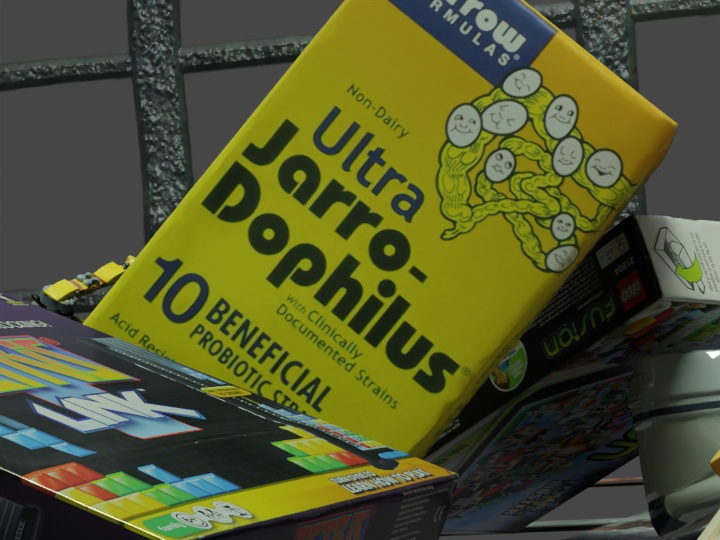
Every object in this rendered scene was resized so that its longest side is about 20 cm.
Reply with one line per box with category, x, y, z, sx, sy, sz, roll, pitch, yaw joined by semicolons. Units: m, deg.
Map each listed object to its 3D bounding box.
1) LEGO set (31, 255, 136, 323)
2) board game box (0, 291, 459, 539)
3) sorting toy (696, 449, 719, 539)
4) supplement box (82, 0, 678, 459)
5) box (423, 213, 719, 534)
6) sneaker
LEGO set;-0.043;0.034;1.188;0.200;0.116;0.154;8;28;-45
board game box;-0.085;0.056;0.762;0.165;0.057;0.200;22;8;18
sorting toy;0.164;0.007;0.760;0.200;0.036;0.185;-43;-3;27
supplement box;0.000;0.000;0.938;0.109;0.200;0.110;39;2;4
box;0.078;0.043;1.072;0.110;0.035;0.200;4;-30;-41
sneaker;0.193;0.061;0.991;0.200;0.071;0.073;-3;-6;13
